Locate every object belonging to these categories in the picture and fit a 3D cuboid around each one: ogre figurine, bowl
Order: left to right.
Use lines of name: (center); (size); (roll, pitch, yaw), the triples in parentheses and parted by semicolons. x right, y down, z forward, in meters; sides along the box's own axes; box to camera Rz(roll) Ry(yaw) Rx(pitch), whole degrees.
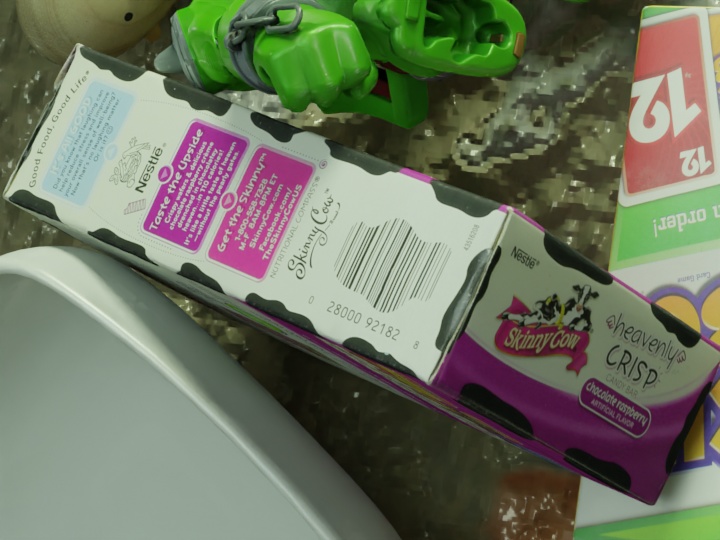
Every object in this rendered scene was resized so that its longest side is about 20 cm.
bowl: (-0.081, 0.100, 1.000); (0.200, 0.075, 0.200); (44, 124, 8)
ogre figurine: (0.015, -0.095, 0.977); (0.120, 0.098, 0.200); (-2, 40, 47)

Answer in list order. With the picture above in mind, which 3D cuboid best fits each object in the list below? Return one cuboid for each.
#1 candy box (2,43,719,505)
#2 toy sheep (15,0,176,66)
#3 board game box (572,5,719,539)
candy box: (0.000, 0.000, 0.959); (0.200, 0.136, 0.061); (22, 84, 40)
toy sheep: (-0.096, -0.168, 1.070); (0.137, 0.138, 0.201); (-7, 72, 28)
board game box: (0.126, 0.014, 0.969); (0.095, 0.030, 0.201); (4, 85, 31)
